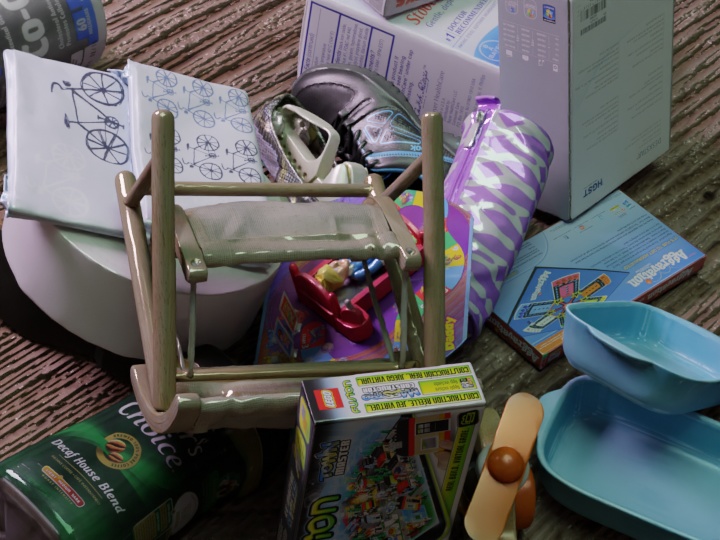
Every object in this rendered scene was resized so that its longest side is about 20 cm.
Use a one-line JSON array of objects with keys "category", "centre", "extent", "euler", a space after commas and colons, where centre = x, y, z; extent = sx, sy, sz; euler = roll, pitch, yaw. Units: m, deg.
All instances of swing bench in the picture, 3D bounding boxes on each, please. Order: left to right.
[{"category": "swing bench", "centre": [-0.045, 0.011, 1.124], "extent": [0.197, 0.130, 0.202], "euler": [-1, 73, -20]}]

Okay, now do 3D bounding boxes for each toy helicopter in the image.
[{"category": "toy helicopter", "centre": [0.093, 0.172, 1.127], "extent": [0.078, 0.133, 0.201], "euler": [1, 44, -11]}]

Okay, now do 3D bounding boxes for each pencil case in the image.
[{"category": "pencil case", "centre": [0.087, -0.039, 1.347], "extent": [0.083, 0.086, 0.201], "euler": [1, 53, 32]}]

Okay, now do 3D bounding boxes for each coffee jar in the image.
[{"category": "coffee jar", "centre": [-0.144, 0.131, 1.157], "extent": [0.104, 0.086, 0.199], "euler": [37, 48, 26]}]

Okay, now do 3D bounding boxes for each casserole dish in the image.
[{"category": "casserole dish", "centre": [0.219, 0.066, 1.283], "extent": [0.121, 0.039, 0.199], "euler": [30, 15, 27]}, {"category": "casserole dish", "centre": [0.213, 0.148, 1.236], "extent": [0.198, 0.039, 0.121], "euler": [23, 41, 11]}]

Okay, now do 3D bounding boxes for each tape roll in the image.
[{"category": "tape roll", "centre": [-0.154, -0.031, 1.256], "extent": [0.201, 0.071, 0.203], "euler": [17, 38, -14]}]

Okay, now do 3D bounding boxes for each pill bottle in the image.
[{"category": "pill bottle", "centre": [-0.319, -0.188, 1.436], "extent": [0.114, 0.114, 0.199], "euler": [37, 49, 26]}]

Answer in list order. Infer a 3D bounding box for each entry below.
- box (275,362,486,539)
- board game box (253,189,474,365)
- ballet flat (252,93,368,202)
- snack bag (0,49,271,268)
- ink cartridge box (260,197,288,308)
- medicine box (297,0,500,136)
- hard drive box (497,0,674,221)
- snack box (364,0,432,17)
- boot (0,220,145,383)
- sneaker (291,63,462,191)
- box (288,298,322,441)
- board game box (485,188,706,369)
[{"category": "box", "centre": [0.007, 0.142, 1.092], "extent": [0.109, 0.201, 0.035], "euler": [-6, 46, -16]}, {"category": "board game box", "centre": [0.000, 0.000, 1.253], "extent": [0.156, 0.039, 0.201], "euler": [-6, 47, 14]}, {"category": "ballet flat", "centre": [-0.031, -0.073, 1.396], "extent": [0.071, 0.072, 0.201], "euler": [-16, 51, -26]}, {"category": "snack bag", "centre": [-0.162, -0.088, 1.242], "extent": [0.198, 0.021, 0.190], "euler": [12, 41, -22]}, {"category": "ink cartridge box", "centre": [-0.145, -0.043, 1.370], "extent": [0.198, 0.048, 0.146], "euler": [6, 42, -1]}, {"category": "medicine box", "centre": [0.072, -0.215, 1.554], "extent": [0.199, 0.104, 0.182], "euler": [24, 44, 13]}, {"category": "hard drive box", "centre": [0.190, -0.168, 1.448], "extent": [0.076, 0.202, 0.155], "euler": [22, 39, 36]}, {"category": "snack box", "centre": [0.077, -0.275, 1.523], "extent": [0.199, 0.024, 0.072], "euler": [-23, 51, -31]}, {"category": "boot", "centre": [-0.208, 0.013, 1.287], "extent": [0.199, 0.074, 0.076], "euler": [30, 37, 6]}, {"category": "sneaker", "centre": [0.015, -0.106, 1.448], "extent": [0.199, 0.074, 0.082], "euler": [32, 46, 21]}, {"category": "box", "centre": [-0.008, 0.107, 1.236], "extent": [0.081, 0.049, 0.201], "euler": [1, 44, -10]}, {"category": "board game box", "centre": [0.179, 0.003, 1.406], "extent": [0.199, 0.020, 0.103], "euler": [-27, 53, -33]}]
